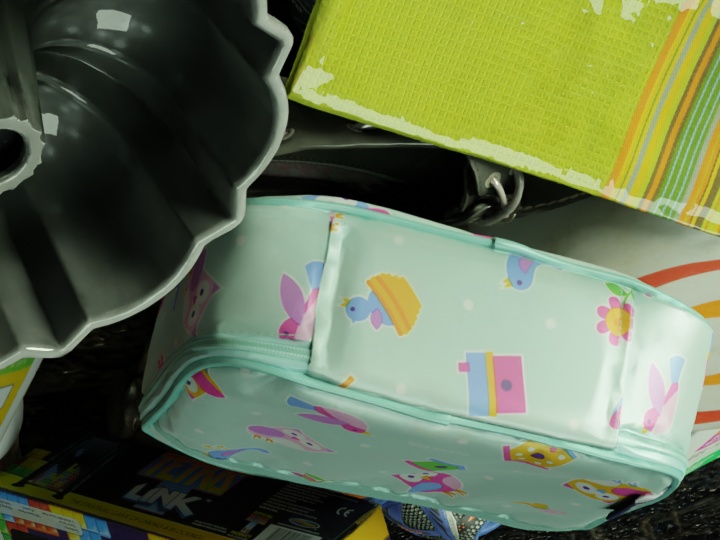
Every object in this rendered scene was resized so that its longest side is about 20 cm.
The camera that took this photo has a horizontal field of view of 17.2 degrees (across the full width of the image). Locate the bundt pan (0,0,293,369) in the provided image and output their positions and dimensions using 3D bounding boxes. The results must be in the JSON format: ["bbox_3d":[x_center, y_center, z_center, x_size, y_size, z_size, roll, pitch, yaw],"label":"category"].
[{"bbox_3d":[-0.126,-0.059,0.753,0.201,0.076,0.202,-17,139,-15],"label":"bundt pan"}]

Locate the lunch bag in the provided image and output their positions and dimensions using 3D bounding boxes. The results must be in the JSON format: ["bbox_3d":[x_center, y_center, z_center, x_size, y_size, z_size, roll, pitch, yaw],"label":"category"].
[{"bbox_3d":[0.023,0.043,0.881,0.199,0.077,0.160,15,159,-12],"label":"lunch bag"}]

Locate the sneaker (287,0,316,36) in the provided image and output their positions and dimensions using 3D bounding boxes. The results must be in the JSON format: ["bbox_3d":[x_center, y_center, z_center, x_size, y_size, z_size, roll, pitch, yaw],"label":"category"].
[{"bbox_3d":[0.067,-0.110,0.892,0.198,0.077,0.114,-8,150,-12],"label":"sneaker"}]

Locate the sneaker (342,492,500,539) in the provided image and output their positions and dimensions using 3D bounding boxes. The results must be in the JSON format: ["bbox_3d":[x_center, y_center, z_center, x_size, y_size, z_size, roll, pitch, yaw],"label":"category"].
[{"bbox_3d":[0.035,0.097,1.131,0.075,0.078,0.200,-53,176,7],"label":"sneaker"}]

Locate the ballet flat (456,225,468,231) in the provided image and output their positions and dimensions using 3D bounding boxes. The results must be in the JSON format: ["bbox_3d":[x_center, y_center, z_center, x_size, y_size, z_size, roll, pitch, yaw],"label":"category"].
[{"bbox_3d":[0.000,0.000,1.043,0.200,0.063,0.067,14,136,-43],"label":"ballet flat"}]

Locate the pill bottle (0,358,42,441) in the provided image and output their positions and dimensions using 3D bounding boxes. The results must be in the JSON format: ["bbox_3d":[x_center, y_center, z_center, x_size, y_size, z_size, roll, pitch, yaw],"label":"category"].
[{"bbox_3d":[-0.203,0.064,0.939,0.111,0.111,0.200,8,123,-37],"label":"pill bottle"}]

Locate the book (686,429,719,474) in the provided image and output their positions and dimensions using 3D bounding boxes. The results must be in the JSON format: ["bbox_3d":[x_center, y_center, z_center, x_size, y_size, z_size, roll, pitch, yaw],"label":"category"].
[{"bbox_3d":[0.206,0.046,1.206,0.133,0.048,0.200,-23,162,-40],"label":"book"}]

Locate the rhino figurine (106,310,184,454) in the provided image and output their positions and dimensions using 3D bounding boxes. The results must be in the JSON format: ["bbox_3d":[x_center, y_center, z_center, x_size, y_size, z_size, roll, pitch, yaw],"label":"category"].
[{"bbox_3d":[-0.042,0.057,1.110,0.200,0.060,0.088,-1,135,-54],"label":"rhino figurine"}]

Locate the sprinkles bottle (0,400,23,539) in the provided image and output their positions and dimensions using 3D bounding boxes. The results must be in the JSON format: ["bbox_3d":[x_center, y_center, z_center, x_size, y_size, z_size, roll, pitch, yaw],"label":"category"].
[{"bbox_3d":[-0.189,0.102,1.100,0.068,0.068,0.200,-10,149,-14],"label":"sprinkles bottle"}]

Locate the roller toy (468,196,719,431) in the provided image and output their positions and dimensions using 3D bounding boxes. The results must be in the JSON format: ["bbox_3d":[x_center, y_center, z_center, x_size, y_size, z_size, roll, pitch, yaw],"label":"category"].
[{"bbox_3d":[0.137,-0.030,0.991,0.199,0.140,0.183,-13,148,12],"label":"roller toy"}]

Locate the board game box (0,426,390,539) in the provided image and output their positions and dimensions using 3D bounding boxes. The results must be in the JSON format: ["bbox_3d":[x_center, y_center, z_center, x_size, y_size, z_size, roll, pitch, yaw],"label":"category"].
[{"bbox_3d":[-0.057,0.163,1.009,0.057,0.199,0.166,-35,121,-36],"label":"board game box"}]

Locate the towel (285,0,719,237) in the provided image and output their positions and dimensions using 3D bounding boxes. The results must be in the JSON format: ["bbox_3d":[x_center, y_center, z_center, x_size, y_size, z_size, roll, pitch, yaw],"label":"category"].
[{"bbox_3d":[0.078,-0.071,0.835,0.199,0.018,0.086,16,101,-21],"label":"towel"}]

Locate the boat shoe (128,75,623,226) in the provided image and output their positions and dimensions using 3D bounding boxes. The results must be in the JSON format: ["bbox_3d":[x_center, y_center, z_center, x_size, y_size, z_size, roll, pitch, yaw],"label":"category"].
[{"bbox_3d":[0.008,-0.036,0.867,0.199,0.057,0.067,3,145,-6],"label":"boat shoe"}]
